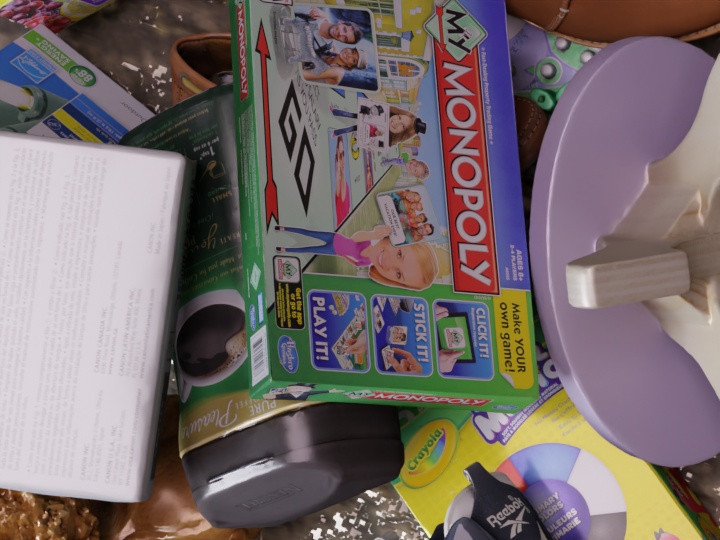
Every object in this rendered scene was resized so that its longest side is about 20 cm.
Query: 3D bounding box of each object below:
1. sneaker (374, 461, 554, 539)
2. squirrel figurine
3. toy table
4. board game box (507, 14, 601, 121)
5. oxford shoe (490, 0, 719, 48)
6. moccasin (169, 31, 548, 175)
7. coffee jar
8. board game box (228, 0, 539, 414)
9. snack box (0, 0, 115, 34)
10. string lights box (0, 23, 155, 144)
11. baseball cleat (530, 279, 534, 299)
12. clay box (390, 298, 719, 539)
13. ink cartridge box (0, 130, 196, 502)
[{"bbox_3d":[0.090,0.149,1.204,0.199,0.079,0.130,-9,94,29],"label":"sneaker"},{"bbox_3d":[-0.139,0.144,1.277,0.187,0.200,0.142,-31,70,29],"label":"squirrel figurine"},{"bbox_3d":[0.159,-0.006,1.175,0.184,0.117,0.200,-20,101,-19],"label":"toy table"},{"bbox_3d":[0.079,-0.194,1.302,0.200,0.026,0.200,31,98,19],"label":"board game box"},{"bbox_3d":[0.092,-0.148,1.245,0.200,0.071,0.071,10,90,19],"label":"oxford shoe"},{"bbox_3d":[-0.003,-0.084,1.296,0.201,0.078,0.074,16,51,28],"label":"moccasin"},{"bbox_3d":[-0.046,0.018,1.229,0.104,0.085,0.200,-24,72,37],"label":"coffee jar"},{"bbox_3d":[0.010,-0.037,1.196,0.029,0.134,0.200,141,129,-59],"label":"board game box"},{"bbox_3d":[-0.121,-0.243,1.345,0.200,0.068,0.169,-27,73,20],"label":"snack box"},{"bbox_3d":[-0.187,-0.036,1.296,0.103,0.200,0.059,38,130,7],"label":"string lights box"},{"bbox_3d":[0.000,0.000,1.311,0.200,0.070,0.106,23,62,33],"label":"baseball cleat"},{"bbox_3d":[0.093,0.113,1.273,0.115,0.048,0.200,-40,76,15],"label":"clay box"},{"bbox_3d":[-0.184,0.015,1.185,0.200,0.050,0.162,8,89,4],"label":"ink cartridge box"}]
